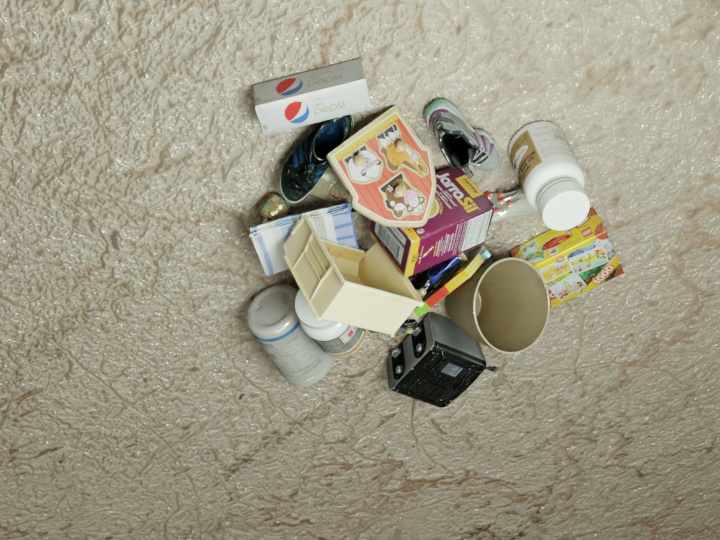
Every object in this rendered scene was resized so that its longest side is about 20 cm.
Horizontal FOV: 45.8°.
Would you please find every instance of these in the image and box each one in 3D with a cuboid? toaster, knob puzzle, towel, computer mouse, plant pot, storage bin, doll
[{"bbox_3d":[0.180,0.211,1.962,0.197,0.120,0.181,22,127,-28],"label":"toaster"},{"bbox_3d":[0.060,-0.166,1.499,0.215,0.225,0.030,13,164,-22],"label":"knob puzzle"},{"bbox_3d":[-0.104,-0.057,1.614,0.195,0.024,0.148,-16,145,-3],"label":"towel"},{"bbox_3d":[0.053,0.105,1.827,0.107,0.200,0.045,1,92,-9],"label":"computer mouse"},{"bbox_3d":[0.263,0.071,1.785,0.184,0.192,0.199,15,173,-24],"label":"plant pot"},{"bbox_3d":[-0.018,0.008,1.552,0.197,0.200,0.094,15,122,-41],"label":"storage bin"},{"bbox_3d":[0.136,0.022,1.784,0.199,0.137,0.049,-40,94,8],"label":"doll"}]

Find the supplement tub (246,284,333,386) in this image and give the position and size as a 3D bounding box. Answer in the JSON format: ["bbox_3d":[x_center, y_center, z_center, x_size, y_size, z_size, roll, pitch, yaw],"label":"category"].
[{"bbox_3d":[-0.149,0.140,1.820,0.129,0.134,0.202,-20,135,8],"label":"supplement tub"}]

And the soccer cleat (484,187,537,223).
[{"bbox_3d":[0.310,-0.131,1.704,0.197,0.070,0.078,-24,136,8],"label":"soccer cleat"}]

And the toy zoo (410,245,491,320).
[{"bbox_3d":[0.195,0.017,1.772,0.021,0.131,0.200,47,124,-1],"label":"toy zoo"}]

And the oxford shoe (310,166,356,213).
[{"bbox_3d":[-0.038,-0.152,1.605,0.195,0.076,0.071,7,134,-16],"label":"oxford shoe"}]

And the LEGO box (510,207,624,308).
[{"bbox_3d":[0.443,-0.019,1.826,0.197,0.078,0.149,-28,133,15],"label":"LEGO box"}]

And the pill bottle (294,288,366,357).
[{"bbox_3d":[-0.059,0.093,1.694,0.114,0.119,0.200,-17,157,6],"label":"pill bottle"}]

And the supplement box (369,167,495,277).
[{"bbox_3d":[0.134,-0.095,1.603,0.197,0.131,0.104,-23,146,-26],"label":"supplement box"}]

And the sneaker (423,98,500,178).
[{"bbox_3d":[0.196,-0.210,1.551,0.198,0.142,0.078,30,122,-33],"label":"sneaker"}]

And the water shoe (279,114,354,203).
[{"bbox_3d":[-0.087,-0.204,1.522,0.071,0.079,0.202,33,108,-6],"label":"water shoe"}]

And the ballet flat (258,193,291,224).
[{"bbox_3d":[-0.156,-0.059,1.671,0.065,0.070,0.203,-40,132,-25],"label":"ballet flat"}]

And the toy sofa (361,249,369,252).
[{"bbox_3d":[0.000,0.000,1.752,0.195,0.084,0.099,1,133,-12],"label":"toy sofa"}]

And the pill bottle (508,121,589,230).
[{"bbox_3d":[0.350,-0.174,1.575,0.111,0.202,0.116,-5,134,-5],"label":"pill bottle"}]

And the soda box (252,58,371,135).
[{"bbox_3d":[-0.084,-0.298,1.463,0.195,0.069,0.064,-14,135,2],"label":"soda box"}]
